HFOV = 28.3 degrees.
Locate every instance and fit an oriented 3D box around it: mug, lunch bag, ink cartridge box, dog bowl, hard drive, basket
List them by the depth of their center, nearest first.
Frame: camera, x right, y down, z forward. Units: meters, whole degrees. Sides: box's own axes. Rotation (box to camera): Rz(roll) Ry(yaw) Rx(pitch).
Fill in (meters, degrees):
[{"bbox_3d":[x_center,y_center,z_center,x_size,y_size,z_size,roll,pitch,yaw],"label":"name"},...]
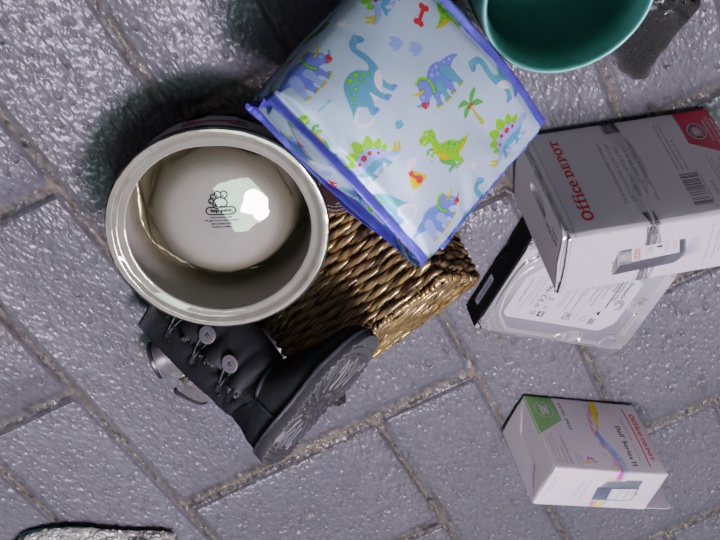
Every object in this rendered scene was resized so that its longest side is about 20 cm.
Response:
[{"bbox_3d":[0.159,-0.269,1.165,0.151,0.115,0.186,1,132,-18],"label":"mug"},{"bbox_3d":[0.034,-0.130,1.181,0.200,0.127,0.170,42,84,-12],"label":"lunch bag"},{"bbox_3d":[-0.126,-0.053,1.280,0.198,0.074,0.201,0,121,-1],"label":"dog bowl"},{"bbox_3d":[0.263,-0.068,1.378,0.198,0.146,0.085,-8,137,-11],"label":"ink cartridge box"},{"bbox_3d":[0.000,0.000,1.418,0.200,0.150,0.143,-37,167,18],"label":"basket"},{"bbox_3d":[0.231,0.018,1.533,0.199,0.038,0.140,9,130,-28],"label":"hard drive"},{"bbox_3d":[0.282,0.217,1.690,0.199,0.118,0.068,7,129,-25],"label":"ink cartridge box"}]

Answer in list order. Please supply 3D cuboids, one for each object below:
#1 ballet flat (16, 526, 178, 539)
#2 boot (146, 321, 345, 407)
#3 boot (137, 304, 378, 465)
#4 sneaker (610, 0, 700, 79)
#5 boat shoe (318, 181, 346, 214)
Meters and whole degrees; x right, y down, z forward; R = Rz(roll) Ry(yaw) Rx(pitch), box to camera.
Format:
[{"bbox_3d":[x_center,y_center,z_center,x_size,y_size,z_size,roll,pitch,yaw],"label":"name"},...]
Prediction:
[{"bbox_3d":[-0.300,0.333,1.644,0.198,0.072,0.072,2,133,-20],"label":"ballet flat"},{"bbox_3d":[-0.118,0.101,1.484,0.131,0.070,0.200,-35,124,20],"label":"boot"},{"bbox_3d":[-0.100,0.057,1.355,0.165,0.200,0.066,-47,155,9],"label":"boot"},{"bbox_3d":[0.260,-0.257,1.255,0.103,0.060,0.200,8,135,-24],"label":"sneaker"},{"bbox_3d":[0.034,-0.118,1.287,0.199,0.072,0.072,-34,101,11],"label":"boat shoe"}]
